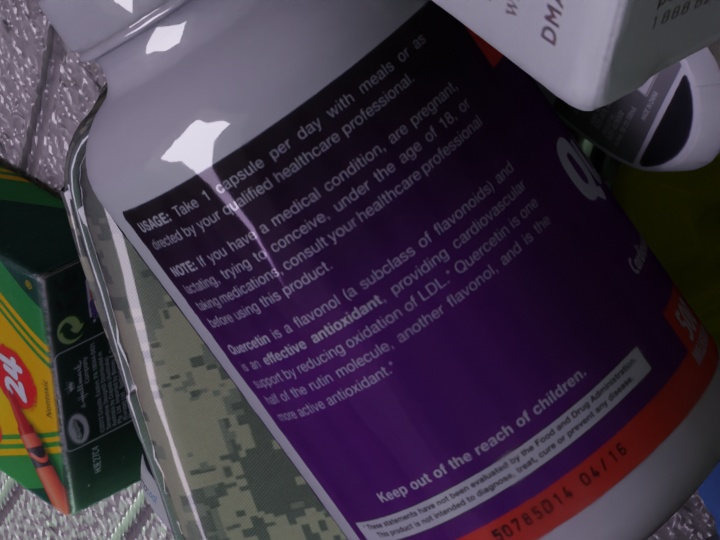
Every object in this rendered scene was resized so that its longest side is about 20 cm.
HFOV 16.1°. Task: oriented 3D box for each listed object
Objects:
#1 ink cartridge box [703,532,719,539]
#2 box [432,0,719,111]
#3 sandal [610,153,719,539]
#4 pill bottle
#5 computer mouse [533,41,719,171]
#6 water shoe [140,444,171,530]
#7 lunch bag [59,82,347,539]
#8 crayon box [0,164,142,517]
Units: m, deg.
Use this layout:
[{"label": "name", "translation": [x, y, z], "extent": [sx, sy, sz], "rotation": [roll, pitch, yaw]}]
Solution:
[{"label": "ink cartridge box", "translation": [0.136, 0.212, 0.848], "extent": [0.145, 0.087, 0.200], "rotation": [34, 138, 34]}, {"label": "box", "translation": [0.088, -0.174, 0.551], "extent": [0.131, 0.199, 0.200], "rotation": [41, 140, 30]}, {"label": "sandal", "translation": [0.126, 0.050, 0.771], "extent": [0.200, 0.079, 0.087], "rotation": [66, 161, 1]}, {"label": "pill bottle", "translation": [0.005, -0.012, 0.674], "extent": [0.200, 0.112, 0.112], "rotation": [55, 147, -11]}, {"label": "computer mouse", "translation": [0.032, -0.106, 0.684], "extent": [0.200, 0.044, 0.110], "rotation": [44, 153, 12]}, {"label": "water shoe", "translation": [-0.024, 0.084, 0.984], "extent": [0.200, 0.071, 0.079], "rotation": [21, 126, 44]}, {"label": "lunch bag", "translation": [0.000, 0.000, 0.826], "extent": [0.139, 0.168, 0.200], "rotation": [-15, 106, 10]}, {"label": "crayon box", "translation": [-0.179, 0.012, 1.158], "extent": [0.200, 0.051, 0.127], "rotation": [28, 133, 41]}]
